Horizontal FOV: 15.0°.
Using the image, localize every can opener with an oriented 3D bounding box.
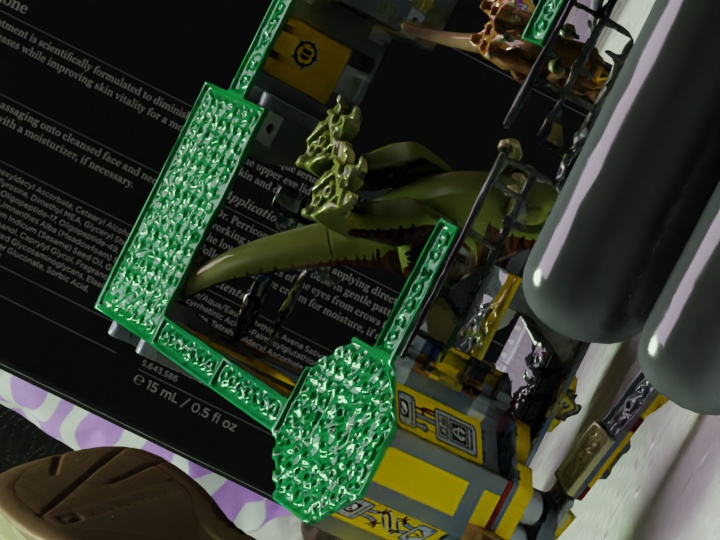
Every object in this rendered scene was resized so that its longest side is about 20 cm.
[{"bbox_3d":[0.100,-0.069,0.495,0.067,0.053,0.201,8,-70,-62],"label":"can opener"}]

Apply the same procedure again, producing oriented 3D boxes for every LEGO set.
[{"bbox_3d":[0.043,-0.019,0.597,0.153,0.116,0.201,13,80,55],"label":"LEGO set"}]

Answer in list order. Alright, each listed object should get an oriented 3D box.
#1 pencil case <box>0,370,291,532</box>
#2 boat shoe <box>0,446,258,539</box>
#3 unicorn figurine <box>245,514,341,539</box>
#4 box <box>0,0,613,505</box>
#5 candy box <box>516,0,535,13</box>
[{"bbox_3d":[-0.090,0.037,0.970,0.086,0.199,0.084,-56,1,15],"label":"pencil case"},{"bbox_3d":[-0.044,0.107,0.728,0.200,0.073,0.063,-141,45,-61],"label":"boat shoe"},{"bbox_3d":[-0.037,0.111,0.845,0.137,0.073,0.201,-160,82,-75],"label":"unicorn figurine"},{"bbox_3d":[-0.039,-0.024,0.724,0.142,0.199,0.079,-64,5,-4],"label":"box"},{"bbox_3d":[0.035,-0.139,1.064,0.026,0.102,0.200,-39,21,40],"label":"candy box"}]
